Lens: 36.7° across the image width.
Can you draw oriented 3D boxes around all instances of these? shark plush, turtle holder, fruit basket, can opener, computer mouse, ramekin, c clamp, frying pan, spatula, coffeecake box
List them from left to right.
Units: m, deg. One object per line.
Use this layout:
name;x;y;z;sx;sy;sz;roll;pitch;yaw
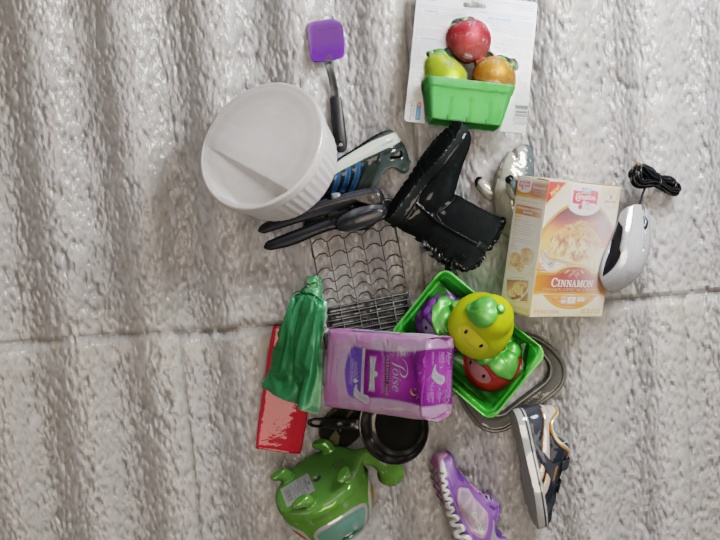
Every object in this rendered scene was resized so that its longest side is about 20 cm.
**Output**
ramekin;-0.126;-0.164;1.587;0.201;0.094;0.203;-9;67;21
can opener;-0.057;-0.078;1.606;0.199;0.079;0.064;-12;89;12
spatula;-0.041;-0.279;1.644;0.056;0.021;0.201;-6;101;13
turtle holder;-0.037;0.343;1.688;0.186;0.141;0.132;-45;122;-30
frying pan;0.020;0.250;1.654;0.189;0.031;0.115;-24;78;21
fruit basket;0.164;-0.311;1.622;0.184;0.094;0.201;5;82;-2
fruit basket;0.163;0.101;1.597;0.215;0.216;0.156;39;95;-5
c clamp;0.216;0.165;1.706;0.200;0.027;0.171;-32;97;4
shark plush;0.258;-0.087;1.655;0.083;0.091;0.201;-26;93;-27
coffeecake box;0.299;-0.035;1.622;0.153;0.073;0.201;1;99;-34
computer mouse;0.419;-0.059;1.632;0.109;0.044;0.201;21;87;-41

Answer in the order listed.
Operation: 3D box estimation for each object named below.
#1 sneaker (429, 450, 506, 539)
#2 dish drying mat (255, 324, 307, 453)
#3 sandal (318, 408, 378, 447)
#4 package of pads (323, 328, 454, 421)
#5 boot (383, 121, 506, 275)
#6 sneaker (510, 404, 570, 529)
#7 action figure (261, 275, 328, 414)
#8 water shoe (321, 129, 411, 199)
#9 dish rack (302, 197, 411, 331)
sneaker;0.173;0.369;1.714;0.088;0.080;0.201;-21;103;-4
dish drying mat;-0.115;0.188;1.712;0.076;0.018;0.201;9;97;-3
sandal;0.011;0.198;1.699;0.201;0.057;0.080;-40;102;19
package of pads;0.037;0.149;1.581;0.199;0.076;0.121;2;90;40
boot;0.146;-0.101;1.614;0.162;0.073;0.199;32;102;-18
sneaker;0.291;0.306;1.702;0.079;0.078;0.201;-12;104;-8
action figure;-0.085;0.104;1.651;0.118;0.055;0.201;19;107;29
water shoe;-0.017;-0.133;1.640;0.200;0.072;0.079;-31;99;4
dish rack;0.000;0.000;1.670;0.153;0.055;0.201;-11;100;2
